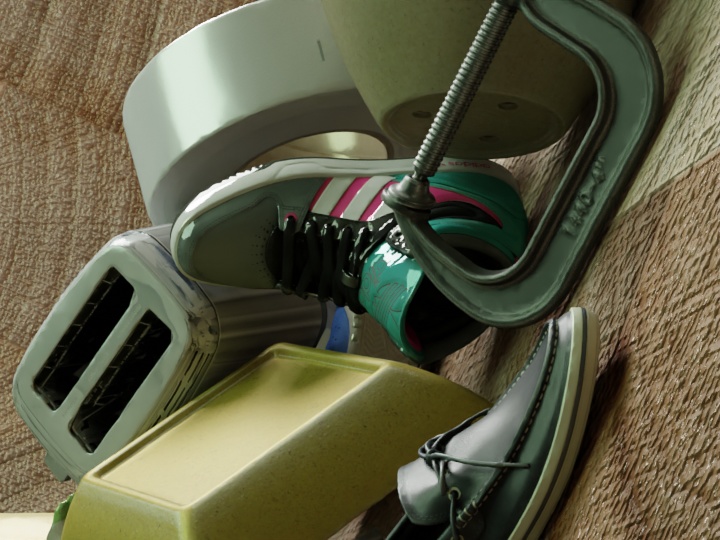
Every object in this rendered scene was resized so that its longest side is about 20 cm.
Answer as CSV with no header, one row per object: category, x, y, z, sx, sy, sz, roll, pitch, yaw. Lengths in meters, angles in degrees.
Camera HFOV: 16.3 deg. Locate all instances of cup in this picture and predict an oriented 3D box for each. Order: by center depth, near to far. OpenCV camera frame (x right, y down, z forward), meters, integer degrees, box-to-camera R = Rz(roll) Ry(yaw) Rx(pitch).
cup,0.063,-0.144,1.367,0.200,0.199,0.144,134,142,-67

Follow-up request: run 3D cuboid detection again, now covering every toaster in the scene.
toaster,-0.111,0.046,1.476,0.200,0.114,0.129,-52,-22,25

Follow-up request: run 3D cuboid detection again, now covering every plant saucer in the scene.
plant saucer,-0.058,0.099,1.335,0.200,0.049,0.200,-35,18,-22

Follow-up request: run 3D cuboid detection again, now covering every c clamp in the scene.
c clamp,0.070,-0.080,1.267,0.027,0.171,0.201,-2,-62,-57

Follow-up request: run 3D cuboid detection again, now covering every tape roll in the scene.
tape roll,-0.039,-0.087,1.514,0.203,0.202,0.071,125,134,-54

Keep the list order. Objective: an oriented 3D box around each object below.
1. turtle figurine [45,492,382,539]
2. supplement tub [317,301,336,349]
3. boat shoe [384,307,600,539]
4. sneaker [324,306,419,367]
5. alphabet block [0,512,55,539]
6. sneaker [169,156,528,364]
turtle figurine,-0.088,0.173,1.458,0.144,0.194,0.201,-30,-48,-23
supplement tub,-0.028,-0.024,1.682,0.145,0.145,0.201,126,165,-57
boat shoe,0.049,0.100,1.132,0.200,0.062,0.075,-62,7,21
sneaker,0.000,0.049,1.534,0.111,0.077,0.201,-39,33,52
alphabet block,-0.220,0.284,1.633,0.197,0.199,0.196,-79,-16,-56
sneaker,0.000,0.000,1.364,0.121,0.199,0.084,-106,10,-57
